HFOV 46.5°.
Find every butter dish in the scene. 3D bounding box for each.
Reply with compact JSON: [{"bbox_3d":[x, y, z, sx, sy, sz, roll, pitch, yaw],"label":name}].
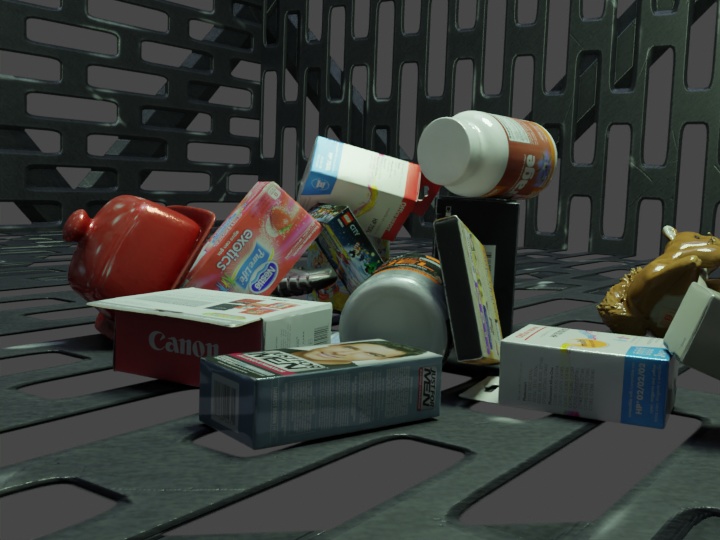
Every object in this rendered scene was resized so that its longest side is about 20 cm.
[{"bbox_3d":[-0.308,-0.024,1.066,0.148,0.200,0.199,36,-13,-31],"label":"butter dish"}]

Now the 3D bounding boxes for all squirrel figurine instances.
[{"bbox_3d":[0.443,0.016,1.224,0.199,0.142,0.187,-26,20,38],"label":"squirrel figurine"}]

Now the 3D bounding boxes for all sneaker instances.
[{"bbox_3d":[-0.142,-0.014,1.372,0.198,0.116,0.076,-10,-11,-6],"label":"sneaker"}]

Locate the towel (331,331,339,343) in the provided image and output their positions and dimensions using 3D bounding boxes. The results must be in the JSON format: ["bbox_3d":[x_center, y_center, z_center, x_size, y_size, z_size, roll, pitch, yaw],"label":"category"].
[{"bbox_3d":[-0.051,0.089,1.067,0.198,0.024,0.147,4,6,23],"label":"towel"}]

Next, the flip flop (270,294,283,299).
[{"bbox_3d":[-0.205,0.050,1.267,0.199,0.058,0.081,17,-9,-36],"label":"flip flop"}]

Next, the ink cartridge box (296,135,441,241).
[{"bbox_3d":[0.014,-0.112,1.228,0.198,0.068,0.116,15,-31,-9],"label":"ink cartridge box"}]

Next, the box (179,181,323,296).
[{"bbox_3d":[-0.156,-0.014,1.119,0.095,0.200,0.103,42,-9,-19],"label":"box"}]

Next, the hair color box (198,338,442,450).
[{"bbox_3d":[-0.033,0.104,0.748,0.199,0.061,0.099,-2,7,-38],"label":"hair color box"}]

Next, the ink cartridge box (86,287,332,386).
[{"bbox_3d":[-0.158,0.073,0.882,0.199,0.085,0.175,5,6,30],"label":"ink cartridge box"}]

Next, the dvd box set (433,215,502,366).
[{"bbox_3d":[0.123,0.030,0.921,0.029,0.148,0.200,-12,-10,15],"label":"dvd box set"}]

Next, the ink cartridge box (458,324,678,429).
[{"bbox_3d":[0.210,0.100,0.844,0.198,0.068,0.115,5,6,25],"label":"ink cartridge box"}]

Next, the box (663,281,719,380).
[{"bbox_3d":[0.382,0.084,0.746,0.199,0.069,0.082,24,11,4],"label":"box"}]

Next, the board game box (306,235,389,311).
[{"bbox_3d":[-0.024,-0.001,1.396,0.034,0.136,0.199,-2,7,-34],"label":"board game box"}]

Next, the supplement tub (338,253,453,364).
[{"bbox_3d":[0.054,0.049,0.950,0.121,0.124,0.200,3,10,11],"label":"supplement tub"}]

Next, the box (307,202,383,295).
[{"bbox_3d":[0.000,0.000,1.168,0.038,0.201,0.136,-36,17,-11],"label":"box"}]

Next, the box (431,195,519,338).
[{"bbox_3d":[0.158,-0.006,1.208,0.116,0.199,0.200,3,6,4],"label":"box"}]

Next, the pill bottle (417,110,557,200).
[{"bbox_3d":[0.169,-0.152,1.121,0.112,0.113,0.199,7,7,42],"label":"pill bottle"}]
